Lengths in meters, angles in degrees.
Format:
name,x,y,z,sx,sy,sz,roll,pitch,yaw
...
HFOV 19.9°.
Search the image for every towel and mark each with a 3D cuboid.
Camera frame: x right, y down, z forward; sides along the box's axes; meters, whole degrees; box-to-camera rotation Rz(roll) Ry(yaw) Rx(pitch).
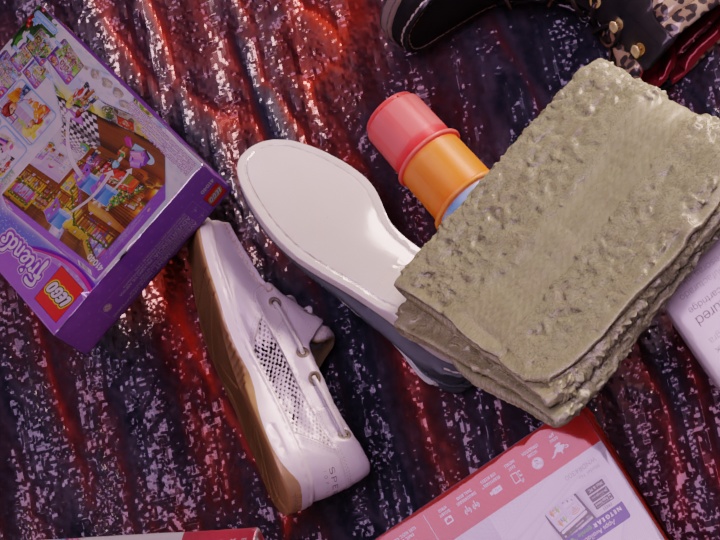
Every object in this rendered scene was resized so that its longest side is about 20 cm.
name,x,y,z,sx,sy,sz,roll,pitch,yaw
towel,0.119,-0.018,1.137,0.148,0.036,0.200,34,81,39

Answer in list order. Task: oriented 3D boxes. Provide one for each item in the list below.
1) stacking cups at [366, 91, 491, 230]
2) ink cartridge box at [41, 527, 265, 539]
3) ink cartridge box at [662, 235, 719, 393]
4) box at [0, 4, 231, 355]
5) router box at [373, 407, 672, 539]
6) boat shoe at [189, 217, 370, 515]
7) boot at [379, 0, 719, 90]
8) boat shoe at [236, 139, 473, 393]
name,x,y,z,sx,sy,sz,roll,pitch,yaw
stacking cups,0.077,-0.029,1.212,0.060,0.060,0.200,-42,69,4
ink cartridge box,-0.139,0.245,1.149,0.198,0.146,0.145,-5,49,16
ink cartridge box,0.275,0.055,1.118,0.146,0.084,0.201,-36,69,7
box,-0.187,-0.060,1.288,0.137,0.039,0.200,-48,54,2
router box,0.093,0.205,1.159,0.199,0.049,0.180,-35,70,7
boat shoe,-0.049,0.050,1.236,0.069,0.071,0.201,-16,63,-14
boot,0.124,-0.164,1.226,0.199,0.073,0.151,-37,70,1
boat shoe,0.000,0.000,1.226,0.200,0.062,0.073,39,60,19
